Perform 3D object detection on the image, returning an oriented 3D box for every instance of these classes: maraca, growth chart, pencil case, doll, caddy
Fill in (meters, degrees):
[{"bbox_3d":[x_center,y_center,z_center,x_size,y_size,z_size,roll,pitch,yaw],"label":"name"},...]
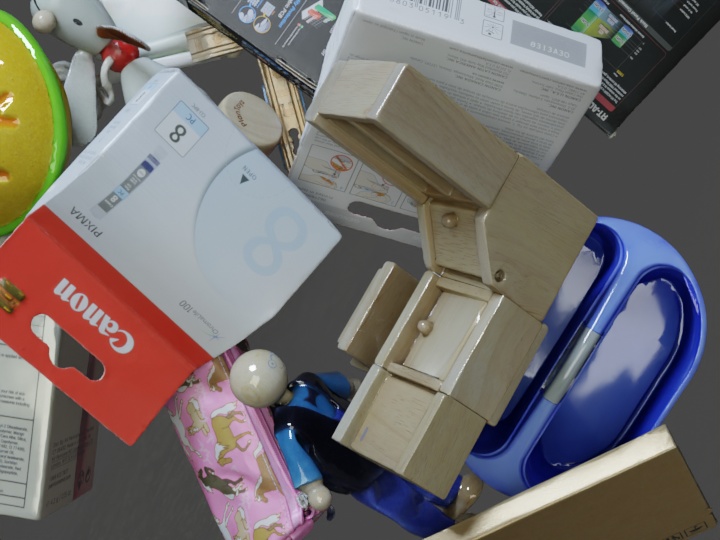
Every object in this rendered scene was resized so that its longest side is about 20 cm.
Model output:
[{"bbox_3d":[-0.262,-0.118,0.881,0.137,0.107,0.200,-28,81,22],"label":"maraca"},{"bbox_3d":[-0.148,-0.239,0.972,0.145,0.018,0.200,-6,92,9],"label":"growth chart"},{"bbox_3d":[-0.092,0.104,0.946,0.087,0.083,0.200,-26,87,11],"label":"pencil case"},{"bbox_3d":[-0.006,0.118,0.913,0.200,0.136,0.048,34,122,-15],"label":"doll"},{"bbox_3d":[0.143,0.059,0.893,0.141,0.105,0.200,31,97,7],"label":"caddy"}]

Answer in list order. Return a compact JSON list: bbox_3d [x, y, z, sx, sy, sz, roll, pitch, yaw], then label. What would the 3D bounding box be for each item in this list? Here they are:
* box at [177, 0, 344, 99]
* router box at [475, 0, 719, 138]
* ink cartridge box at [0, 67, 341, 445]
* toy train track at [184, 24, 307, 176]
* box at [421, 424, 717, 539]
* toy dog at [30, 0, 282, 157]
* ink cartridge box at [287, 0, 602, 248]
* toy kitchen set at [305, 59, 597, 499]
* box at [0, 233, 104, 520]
[{"bbox_3d":[-0.025,-0.235,0.907,0.198,0.050,0.200,35,89,-5],"label":"box"},{"bbox_3d":[0.140,-0.204,0.852,0.200,0.062,0.150,36,104,-28],"label":"router box"},{"bbox_3d":[-0.132,-0.004,0.857,0.160,0.047,0.200,45,77,-25],"label":"ink cartridge box"},{"bbox_3d":[-0.057,-0.134,0.947,0.115,0.033,0.200,-15,94,0],"label":"toy train track"},{"bbox_3d":[0.131,0.179,0.880,0.200,0.163,0.021,-26,55,9],"label":"box"},{"bbox_3d":[-0.157,-0.111,0.917,0.200,0.096,0.132,26,126,7],"label":"toy dog"},{"bbox_3d":[0.045,-0.095,0.874,0.161,0.200,0.050,16,54,-9],"label":"ink cartridge box"},{"bbox_3d":[0.000,0.000,0.834,0.180,0.163,0.200,34,80,-31],"label":"toy kitchen set"},{"bbox_3d":[-0.259,0.064,0.957,0.128,0.109,0.200,8,93,9],"label":"box"}]
